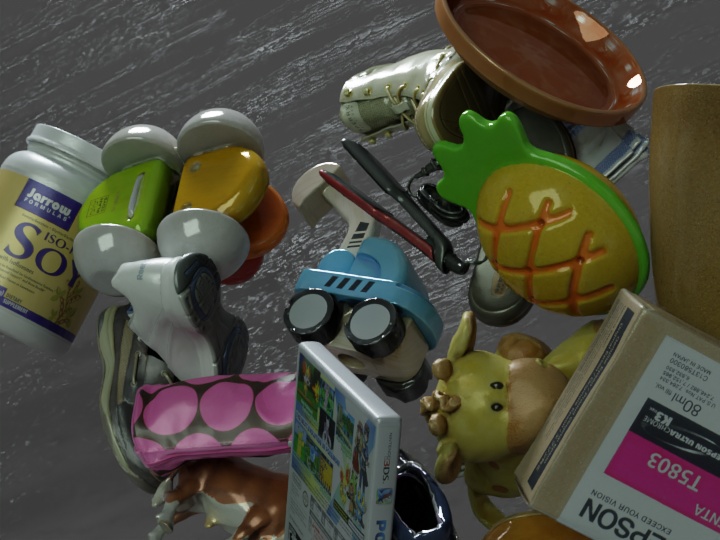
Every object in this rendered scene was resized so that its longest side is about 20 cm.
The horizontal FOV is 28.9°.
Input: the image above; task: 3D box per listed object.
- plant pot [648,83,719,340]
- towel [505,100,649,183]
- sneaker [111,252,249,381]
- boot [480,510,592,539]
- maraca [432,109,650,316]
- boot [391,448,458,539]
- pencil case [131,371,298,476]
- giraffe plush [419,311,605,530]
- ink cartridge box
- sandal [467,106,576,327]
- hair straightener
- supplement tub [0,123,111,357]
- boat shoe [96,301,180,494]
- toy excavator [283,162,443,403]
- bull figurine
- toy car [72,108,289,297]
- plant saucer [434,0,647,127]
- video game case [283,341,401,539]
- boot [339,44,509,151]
[{"bbox_3d":[0.295,-0.025,1.067,0.186,0.186,0.200,13,90,32],"label":"plant pot"},{"bbox_3d":[0.150,-0.121,1.266,0.147,0.024,0.200,-43,54,8],"label":"towel"},{"bbox_3d":[-0.157,0.053,1.249,0.087,0.200,0.075,6,48,20],"label":"sneaker"},{"bbox_3d":[0.105,0.260,1.045,0.201,0.071,0.144,-9,41,-2],"label":"boot"},{"bbox_3d":[0.142,-0.043,1.110,0.200,0.107,0.137,44,137,1],"label":"maraca"},{"bbox_3d":[0.034,0.169,1.051,0.073,0.090,0.200,-15,31,-11],"label":"boot"},{"bbox_3d":[-0.097,0.132,1.195,0.200,0.091,0.094,-8,44,15],"label":"pencil case"},{"bbox_3d":[0.120,0.109,1.093,0.200,0.162,0.173,-27,59,14],"label":"giraffe plush"},{"bbox_3d":[0.237,0.132,0.992,0.200,0.075,0.165,27,98,-6],"label":"ink cartridge box"},{"bbox_3d":[0.130,-0.052,1.199,0.082,0.055,0.200,10,75,34],"label":"sandal"},{"bbox_3d":[0.047,-0.065,1.213,0.200,0.041,0.077,41,101,40],"label":"hair straightener"},{"bbox_3d":[-0.315,-0.029,1.397,0.145,0.145,0.200,20,79,33],"label":"supplement tub"},{"bbox_3d":[-0.199,0.110,1.317,0.073,0.074,0.200,-25,60,17],"label":"boat shoe"},{"bbox_3d":[0.000,0.000,1.262,0.194,0.100,0.200,9,59,32],"label":"toy excavator"},{"bbox_3d":[-0.095,0.210,1.212,0.200,0.065,0.121,11,41,39],"label":"bull figurine"},{"bbox_3d":[-0.162,-0.044,1.313,0.200,0.150,0.175,-9,51,21],"label":"toy car"},{"bbox_3d":[0.153,-0.189,1.207,0.200,0.200,0.032,57,133,34],"label":"plant saucer"},{"bbox_3d":[-0.017,0.166,1.044,0.200,0.022,0.183,-145,58,-68],"label":"video game case"},{"bbox_3d":[0.048,-0.146,1.238,0.155,0.072,0.200,-12,24,29],"label":"boot"}]
